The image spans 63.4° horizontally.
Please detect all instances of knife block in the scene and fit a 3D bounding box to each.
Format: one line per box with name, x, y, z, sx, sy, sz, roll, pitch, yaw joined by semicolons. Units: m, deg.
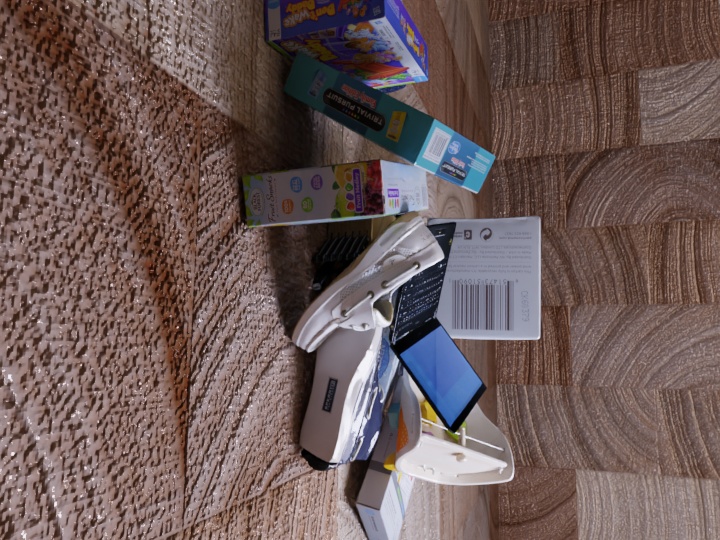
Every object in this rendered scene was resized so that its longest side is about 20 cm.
knife block;0.000;0.000;0.768;0.199;0.062;0.182;31;60;-68

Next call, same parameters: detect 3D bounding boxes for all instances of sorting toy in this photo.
sorting toy;0.107;0.188;0.812;0.197;0.106;0.185;28;49;-34

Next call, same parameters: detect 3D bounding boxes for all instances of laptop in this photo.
laptop;0.111;0.056;0.703;0.176;0.100;0.207;-15;119;-65

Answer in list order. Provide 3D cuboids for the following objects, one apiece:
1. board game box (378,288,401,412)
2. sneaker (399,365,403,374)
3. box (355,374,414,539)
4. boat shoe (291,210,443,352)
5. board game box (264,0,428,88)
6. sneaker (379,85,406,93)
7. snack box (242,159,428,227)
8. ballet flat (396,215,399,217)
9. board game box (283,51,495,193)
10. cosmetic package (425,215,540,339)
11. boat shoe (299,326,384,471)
board game box;0.046;0.073;0.803;0.200;0.042;0.206;-15;120;-80
sneaker;0.113;0.208;1.021;0.082;0.072;0.205;58;8;-81
box;0.054;0.287;0.868;0.159;0.040;0.203;78;27;-45
boat shoe;0.004;0.031;0.596;0.070;0.200;0.070;48;28;7
board game box;-0.006;-0.261;0.669;0.199;0.130;0.047;-1;89;-71
sneaker;0.019;-0.323;0.864;0.199;0.068;0.081;-14;92;-73
snack box;-0.015;-0.079;0.610;0.199;0.137;0.055;-21;106;-71
ballet flat;0.065;-0.095;0.979;0.200;0.055;0.069;52;39;-60
board game box;0.032;-0.159;0.636;0.149;0.198;0.048;8;113;-55
cosmetic package;0.183;0.015;0.895;0.200;0.159;0.172;19;72;-81
boat shoe;-0.005;0.124;0.674;0.092;0.073;0.206;23;85;-55
